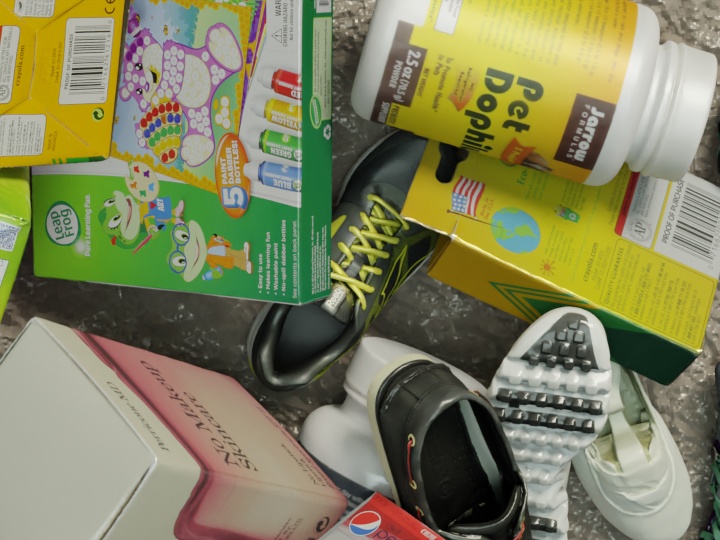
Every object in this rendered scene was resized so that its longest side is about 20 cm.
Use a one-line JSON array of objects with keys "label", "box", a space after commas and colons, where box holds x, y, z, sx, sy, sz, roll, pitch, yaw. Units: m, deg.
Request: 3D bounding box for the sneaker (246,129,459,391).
[{"label": "sneaker", "box": [0.000, 0.000, 1.127, 0.074, 0.085, 0.201, 32, 98, -6]}]

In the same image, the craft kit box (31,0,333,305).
[{"label": "craft kit box", "box": [-0.111, -0.088, 1.091, 0.196, 0.048, 0.202, 6, 101, 29]}]

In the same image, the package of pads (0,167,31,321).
[{"label": "package of pads", "box": [-0.246, 0.003, 1.062, 0.068, 0.200, 0.155, 17, 105, -15]}]

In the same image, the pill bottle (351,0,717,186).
[{"label": "pill bottle", "box": [0.101, -0.116, 1.048, 0.198, 0.109, 0.110, 16, 99, -1]}]

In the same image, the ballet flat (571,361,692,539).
[{"label": "ballet flat", "box": [0.161, 0.095, 1.155, 0.069, 0.069, 0.201, -22, 99, 3]}]

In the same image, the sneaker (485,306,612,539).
[{"label": "sneaker", "box": [0.110, 0.094, 1.115, 0.075, 0.081, 0.201, 13, 129, 2]}]

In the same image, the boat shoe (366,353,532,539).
[{"label": "boat shoe", "box": [0.063, 0.142, 1.058, 0.073, 0.063, 0.202, -33, 123, -17]}]

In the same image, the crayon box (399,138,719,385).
[{"label": "crayon box", "box": [0.125, -0.029, 1.107, 0.199, 0.051, 0.128, 25, 57, -4]}]

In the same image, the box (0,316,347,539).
[{"label": "box", "box": [-0.122, 0.122, 1.026, 0.128, 0.200, 0.109, 43, 100, 31]}]

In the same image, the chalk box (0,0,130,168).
[{"label": "chalk box", "box": [-0.240, -0.150, 1.053, 0.123, 0.200, 0.125, -7, 115, -40]}]

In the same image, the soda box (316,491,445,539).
[{"label": "soda box", "box": [0.034, 0.231, 1.069, 0.063, 0.070, 0.201, -37, 130, -21]}]

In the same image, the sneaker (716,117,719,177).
[{"label": "sneaker", "box": [0.312, -0.125, 1.112, 0.139, 0.078, 0.201, 21, 99, -3]}]

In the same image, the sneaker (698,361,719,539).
[{"label": "sneaker", "box": [0.246, 0.157, 1.164, 0.087, 0.074, 0.201, -18, 100, 9]}]

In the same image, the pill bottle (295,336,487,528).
[{"label": "pill bottle", "box": [0.003, 0.152, 1.135, 0.119, 0.120, 0.201, 22, 99, -4]}]
